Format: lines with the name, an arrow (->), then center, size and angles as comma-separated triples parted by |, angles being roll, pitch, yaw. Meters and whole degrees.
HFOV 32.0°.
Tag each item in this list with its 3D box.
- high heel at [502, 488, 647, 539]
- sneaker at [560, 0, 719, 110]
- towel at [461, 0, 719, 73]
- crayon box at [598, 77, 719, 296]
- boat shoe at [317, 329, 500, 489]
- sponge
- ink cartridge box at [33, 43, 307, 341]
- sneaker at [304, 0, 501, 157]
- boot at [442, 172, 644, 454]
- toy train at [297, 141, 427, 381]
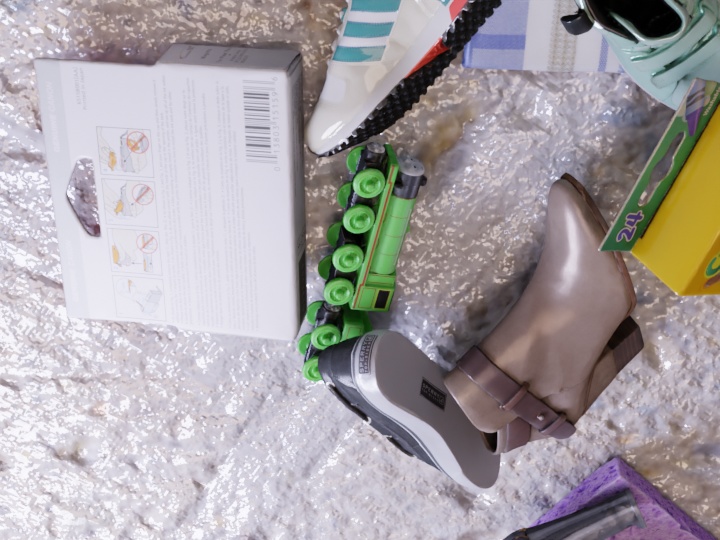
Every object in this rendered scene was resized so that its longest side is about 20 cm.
high heel -> 0.185, 0.284, 1.000 | 0.141, 0.071, 0.203 | -23, 101, 5
sneaker -> 0.184, -0.137, 0.754 | 0.200, 0.119, 0.074 | 38, 114, -22
towel -> 0.165, -0.197, 0.800 | 0.196, 0.024, 0.149 | 0, 121, 1
crayon box -> 0.257, -0.048, 0.810 | 0.198, 0.052, 0.127 | 0, 126, -42
boat shoe -> 0.041, 0.103, 0.930 | 0.056, 0.070, 0.200 | -6, 145, 35
sponge -> 0.239, 0.248, 1.044 | 0.199, 0.030, 0.111 | 39, 111, -20
ink cartridge box -> -0.124, -0.053, 0.861 | 0.170, 0.044, 0.203 | 5, 119, 9
sneaker -> 0.016, -0.163, 0.800 | 0.094, 0.070, 0.200 | 50, 124, 8
boot -> 0.122, 0.045, 0.889 | 0.145, 0.070, 0.201 | -32, 126, -4
toy train -> 0.000, 0.000, 0.889 | 0.055, 0.042, 0.202 | 6, 124, -16
